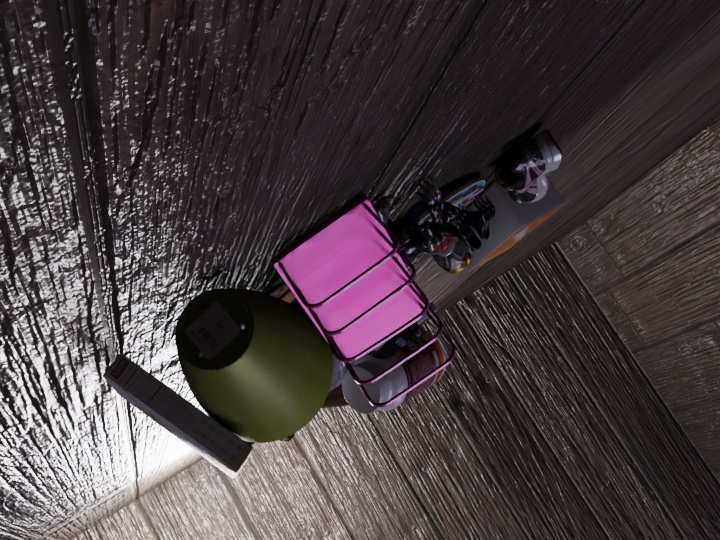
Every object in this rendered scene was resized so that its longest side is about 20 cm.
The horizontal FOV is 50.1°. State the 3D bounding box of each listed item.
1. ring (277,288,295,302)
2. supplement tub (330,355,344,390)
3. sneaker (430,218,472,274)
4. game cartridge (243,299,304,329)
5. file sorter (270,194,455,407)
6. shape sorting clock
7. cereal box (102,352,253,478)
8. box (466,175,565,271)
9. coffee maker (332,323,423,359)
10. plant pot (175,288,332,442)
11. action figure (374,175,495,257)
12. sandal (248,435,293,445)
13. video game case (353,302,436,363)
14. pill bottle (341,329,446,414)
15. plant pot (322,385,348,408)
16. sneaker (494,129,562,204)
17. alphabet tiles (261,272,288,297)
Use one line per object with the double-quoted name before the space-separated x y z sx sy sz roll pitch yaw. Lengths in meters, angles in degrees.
"ring" -0.099 0.060 1.153 0.200 0.019 0.201 -39 164 -13
"supplement tub" -0.134 0.178 1.262 0.199 0.123 0.123 -27 169 -32
"sneaker" 0.157 -0.040 1.379 0.077 0.083 0.200 -32 -173 16
"game cartridge" -0.120 0.078 1.275 0.129 0.039 0.199 -36 171 40
"file sorter" 0.012 0.045 0.932 0.138 0.126 0.201 -34 128 -3
"shape sorting clock" 0.121 -0.082 1.242 0.199 0.039 0.200 -32 171 -6
"cereal box" -0.229 0.189 0.977 0.040 0.199 0.144 -55 178 -21
"box" 0.268 -0.099 1.459 0.124 0.098 0.200 -27 168 -31
"coffee maker" 0.008 0.075 1.238 0.191 0.136 0.200 -22 168 4
"plant pot" -0.143 0.100 0.932 0.186 0.188 0.200 -32 158 -3
"action figure" 0.076 -0.066 1.013 0.199 0.103 0.119 -5 -157 46
"sandal" -0.198 0.281 1.318 0.198 0.055 0.082 2 172 30
"video game case" 0.033 0.137 1.467 0.182 0.023 0.199 -42 165 36
"pill bottle" 0.060 0.183 1.388 0.113 0.113 0.199 -40 168 37
"plant pot" -0.104 0.261 1.876 0.198 0.189 0.187 -20 172 8
"sneaker" 0.251 -0.159 1.230 0.086 0.081 0.200 -20 161 -4
"alphabet tiles" -0.066 -0.008 1.095 0.166 0.006 0.200 -25 168 -39
